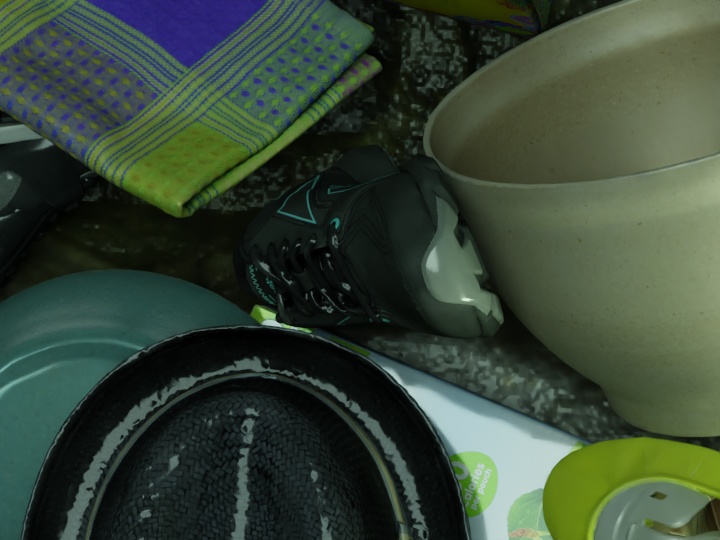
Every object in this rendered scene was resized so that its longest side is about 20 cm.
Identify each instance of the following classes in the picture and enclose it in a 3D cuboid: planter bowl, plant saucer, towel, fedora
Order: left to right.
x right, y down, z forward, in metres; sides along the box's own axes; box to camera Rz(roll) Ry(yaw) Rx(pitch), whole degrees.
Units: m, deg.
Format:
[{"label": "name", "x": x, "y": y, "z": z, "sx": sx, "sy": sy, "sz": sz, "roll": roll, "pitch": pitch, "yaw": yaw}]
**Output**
[{"label": "plant saucer", "x": -0.108, "y": 0.098, "z": 1.002, "sx": 0.199, "sy": 0.036, "sz": 0.201, "roll": -1, "pitch": 85, "yaw": 11}, {"label": "towel", "x": -0.106, "y": -0.111, "z": 1.014, "sx": 0.200, "sy": 0.023, "sz": 0.144, "roll": 37, "pitch": 54, "yaw": 17}, {"label": "fedora", "x": -0.047, "y": 0.116, "z": 0.919, "sx": 0.200, "sy": 0.092, "sz": 0.201, "roll": 0, "pitch": 81, "yaw": 2}, {"label": "planter bowl", "x": 0.138, "y": -0.020, "z": 0.960, "sx": 0.200, "sy": 0.200, "sz": 0.135, "roll": -16, "pitch": 112, "yaw": 6}]

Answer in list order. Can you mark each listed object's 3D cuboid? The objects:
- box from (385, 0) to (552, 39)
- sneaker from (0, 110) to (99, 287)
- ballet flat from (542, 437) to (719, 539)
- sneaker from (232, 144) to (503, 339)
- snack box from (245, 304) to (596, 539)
[{"label": "box", "x": 0.037, "y": -0.211, "z": 0.964, "sx": 0.122, "sy": 0.200, "sz": 0.193, "roll": 16, "pitch": 88, "yaw": 8}, {"label": "sneaker", "x": -0.162, "y": -0.033, "z": 1.049, "sx": 0.199, "sy": 0.076, "sz": 0.088, "roll": -17, "pitch": 119, "yaw": -5}, {"label": "ballet flat", "x": 0.146, "y": 0.111, "z": 0.911, "sx": 0.200, "sy": 0.067, "sz": 0.067, "roll": 18, "pitch": 103, "yaw": 30}, {"label": "sneaker", "x": 0.000, "y": 0.000, "z": 0.951, "sx": 0.079, "sy": 0.200, "sz": 0.076, "roll": -24, "pitch": 99, "yaw": -8}, {"label": "snack box", "x": 0.023, "y": 0.117, "z": 1.021, "sx": 0.200, "sy": 0.053, "sz": 0.143, "roll": 23, "pitch": 89, "yaw": 10}]
